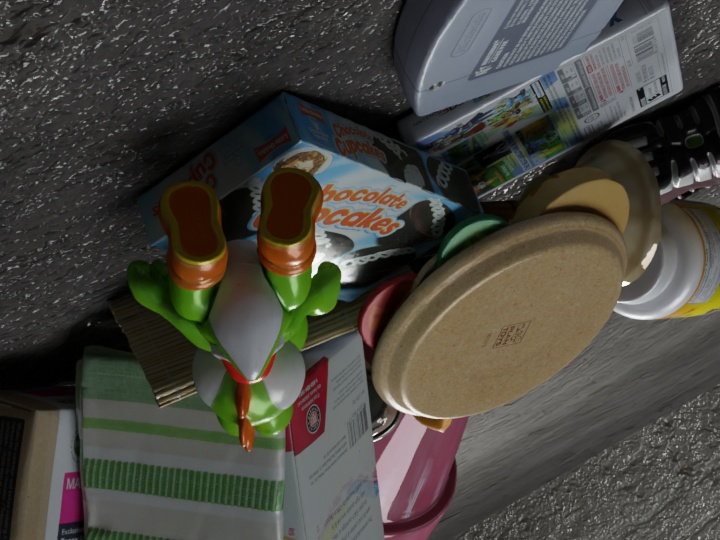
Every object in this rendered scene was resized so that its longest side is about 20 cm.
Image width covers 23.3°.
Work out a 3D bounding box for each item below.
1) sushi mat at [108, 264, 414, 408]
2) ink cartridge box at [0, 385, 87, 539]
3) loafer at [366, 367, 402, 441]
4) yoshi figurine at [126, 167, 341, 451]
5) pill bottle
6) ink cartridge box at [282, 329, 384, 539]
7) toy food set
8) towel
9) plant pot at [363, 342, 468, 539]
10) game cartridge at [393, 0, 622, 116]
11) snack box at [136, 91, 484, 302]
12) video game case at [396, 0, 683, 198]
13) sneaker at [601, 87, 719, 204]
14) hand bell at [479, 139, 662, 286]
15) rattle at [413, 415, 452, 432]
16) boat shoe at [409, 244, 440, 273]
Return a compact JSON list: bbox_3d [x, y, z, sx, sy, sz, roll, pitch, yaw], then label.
[{"bbox_3d":[-0.060,0.020,1.155,0.199,0.096,0.012,-21,139,-17],"label":"sushi mat"},{"bbox_3d":[-0.209,0.168,1.246,0.075,0.166,0.200,8,-178,27],"label":"ink cartridge box"},{"bbox_3d":[-0.068,0.098,1.335,0.198,0.073,0.063,2,166,25],"label":"loafer"},{"bbox_3d":[-0.066,0.014,0.998,0.112,0.112,0.201,-44,156,-28],"label":"yoshi figurine"},{"bbox_3d":[0.275,-0.011,1.589,0.109,0.110,0.199,-33,164,26],"label":"pill bottle"},{"bbox_3d":[-0.075,0.158,1.249,0.143,0.202,0.145,-2,-166,21],"label":"ink cartridge box"},{"bbox_3d":[0.088,0.025,1.153,0.197,0.049,0.201,-21,147,-18],"label":"toy food set"},{"bbox_3d":[-0.120,0.155,1.173,0.151,0.202,0.023,5,-165,18],"label":"towel"},{"bbox_3d":[0.008,0.115,1.444,0.199,0.200,0.180,-13,146,-41],"label":"plant pot"},{"bbox_3d":[0.089,-0.151,0.919,0.132,0.042,0.200,-16,163,-20],"label":"game cartridge"},{"bbox_3d":[-0.025,-0.038,1.046,0.116,0.037,0.199,-33,153,25],"label":"snack box"},{"bbox_3d":[0.125,-0.110,1.156,0.181,0.022,0.200,-28,167,7],"label":"video game case"},{"bbox_3d":[0.267,-0.093,1.387,0.198,0.076,0.116,-13,169,-8],"label":"sneaker"},{"bbox_3d":[0.098,-0.038,1.192,0.199,0.105,0.104,-2,155,-32],"label":"hand bell"},{"bbox_3d":[0.088,0.035,1.358,0.131,0.143,0.200,-52,155,16],"label":"rattle"},{"bbox_3d":[0.000,0.000,1.225,0.198,0.068,0.072,-17,-175,-4],"label":"boat shoe"}]
